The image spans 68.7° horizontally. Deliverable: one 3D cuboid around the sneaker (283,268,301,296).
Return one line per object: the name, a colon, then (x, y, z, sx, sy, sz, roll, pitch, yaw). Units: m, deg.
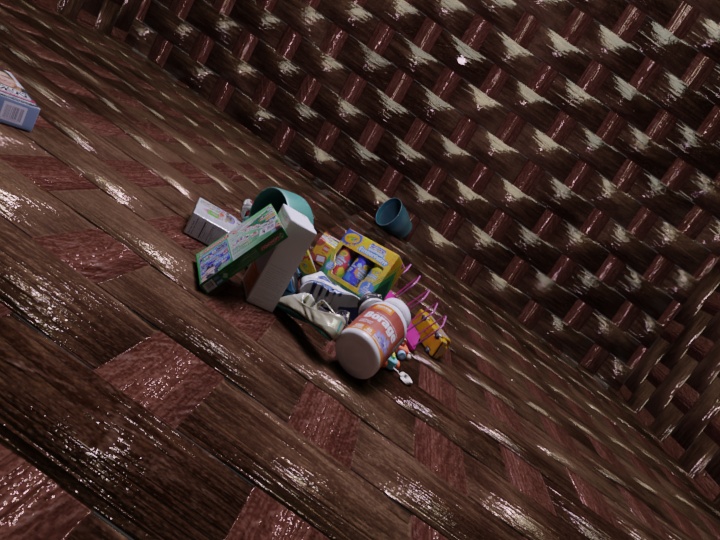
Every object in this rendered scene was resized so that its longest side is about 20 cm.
sneaker: (-0.177, 0.010, 1.317, 0.080, 0.075, 0.201, 25, 16, -29)

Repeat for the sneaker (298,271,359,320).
sneaker: (-0.080, 0.057, 1.379, 0.195, 0.082, 0.116, 26, 17, -26)

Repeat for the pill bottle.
pill bottle: (0.036, 0.140, 1.163, 0.111, 0.114, 0.199, 36, 35, 13)

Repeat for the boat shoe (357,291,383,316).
boat shoe: (0.027, 0.085, 1.305, 0.061, 0.073, 0.199, 58, 9, 20)

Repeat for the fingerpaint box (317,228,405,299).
fingerpaint box: (0.000, 0.000, 1.489, 0.197, 0.169, 0.074, 30, -15, 33)

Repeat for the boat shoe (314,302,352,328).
boat shoe: (-0.044, 0.126, 1.254, 0.197, 0.066, 0.072, 36, 11, 0)

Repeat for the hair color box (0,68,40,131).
hair color box: (-0.817, -0.400, 1.189, 0.199, 0.062, 0.098, 41, 15, 28)

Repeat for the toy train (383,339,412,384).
toy train: (0.087, 0.201, 1.345, 0.147, 0.057, 0.201, 32, 13, -11)

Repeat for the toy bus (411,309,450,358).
toy bus: (0.223, 0.203, 1.665, 0.077, 0.066, 0.201, 30, 13, -27)

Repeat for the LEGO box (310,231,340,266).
LEGO box: (-0.063, -0.034, 1.758, 0.197, 0.078, 0.149, 34, 12, -4)

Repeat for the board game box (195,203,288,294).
board game box: (-0.248, -0.050, 1.086, 0.030, 0.197, 0.135, 57, -2, -32)

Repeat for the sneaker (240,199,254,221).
sneaker: (-0.257, -0.117, 1.443, 0.082, 0.079, 0.201, 12, -20, 21)

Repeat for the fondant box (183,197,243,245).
fondant box: (-0.334, -0.093, 1.323, 0.196, 0.059, 0.145, 31, 13, -20)

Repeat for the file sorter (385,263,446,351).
file sorter: (0.150, 0.101, 1.552, 0.203, 0.124, 0.139, 56, 17, 0)

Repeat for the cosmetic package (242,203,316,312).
cosmetic package: (-0.180, -0.027, 1.150, 0.070, 0.204, 0.102, 25, 13, -28)

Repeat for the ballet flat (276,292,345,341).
ballet flat: (-0.107, 0.087, 1.135, 0.197, 0.072, 0.069, 26, 6, 38)

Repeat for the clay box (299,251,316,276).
clay box: (-0.187, -0.093, 1.488, 0.115, 0.046, 0.205, -119, -174, -64)

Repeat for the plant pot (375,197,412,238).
plant pot: (0.221, -0.309, 3.269, 0.188, 0.200, 0.201, 42, 4, -39)

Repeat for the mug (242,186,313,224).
mug: (-0.195, -0.122, 1.295, 0.113, 0.155, 0.185, 10, 26, -50)
